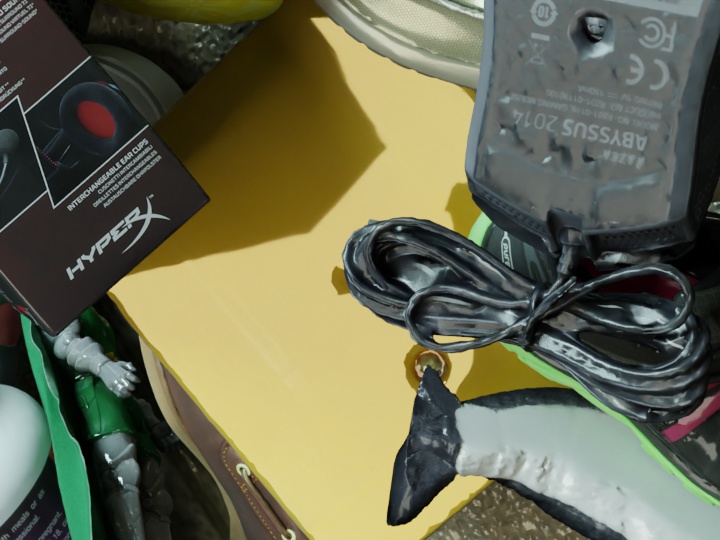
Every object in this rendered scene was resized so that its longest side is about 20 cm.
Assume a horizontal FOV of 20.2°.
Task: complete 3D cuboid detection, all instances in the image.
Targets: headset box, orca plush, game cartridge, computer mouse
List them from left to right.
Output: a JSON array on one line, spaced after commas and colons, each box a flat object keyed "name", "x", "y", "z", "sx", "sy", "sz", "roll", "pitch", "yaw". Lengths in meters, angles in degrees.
[{"name": "headset box", "x": -0.154, "y": -0.079, "z": 0.724, "sx": 0.200, "sy": 0.075, "sz": 0.149, "roll": 50, "pitch": 171, "yaw": -10}, {"name": "game cartridge", "x": 0.000, "y": 0.000, "z": 0.816, "sx": 0.176, "sy": 0.032, "sz": 0.200, "roll": -41, "pitch": 86, "yaw": 16}, {"name": "computer mouse", "x": 0.077, "y": -0.063, "z": 0.671, "sx": 0.138, "sy": 0.053, "sz": 0.202, "roll": 20, "pitch": 108, "yaw": 24}, {"name": "orca plush", "x": 0.104, "y": 0.095, "z": 0.779, "sx": 0.071, "sy": 0.198, "sz": 0.106, "roll": 122, "pitch": 146, "yaw": -62}]

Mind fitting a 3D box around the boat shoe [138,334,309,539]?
[{"name": "boat shoe", "x": -0.033, "y": 0.077, "z": 0.894, "sx": 0.070, "sy": 0.070, "sz": 0.201, "roll": -1, "pitch": 121, "yaw": 42}]

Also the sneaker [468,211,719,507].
[{"name": "sneaker", "x": 0.130, "y": 0.031, "z": 0.726, "sx": 0.199, "sy": 0.077, "sz": 0.084, "roll": 28, "pitch": 152, "yaw": -2}]

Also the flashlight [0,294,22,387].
[{"name": "flashlight", "x": -0.203, "y": 0.056, "z": 1.001, "sx": 0.067, "sy": 0.068, "sz": 0.201, "roll": 29, "pitch": 126, "yaw": 20}]

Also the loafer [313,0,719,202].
[{"name": "loafer", "x": 0.066, "y": -0.099, "z": 0.736, "sx": 0.199, "sy": 0.076, "sz": 0.069, "roll": 27, "pitch": 125, "yaw": 9}]

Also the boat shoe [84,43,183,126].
[{"name": "boat shoe", "x": -0.168, "y": -0.063, "z": 0.914, "sx": 0.199, "sy": 0.068, "sz": 0.073, "roll": 9, "pitch": 118, "yaw": 31}]

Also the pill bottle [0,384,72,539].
[{"name": "pill bottle", "x": -0.166, "y": 0.133, "z": 0.950, "sx": 0.112, "sy": 0.113, "sz": 0.201, "roll": -7, "pitch": 130, "yaw": 36}]

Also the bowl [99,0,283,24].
[{"name": "bowl", "x": -0.102, "y": -0.178, "z": 0.721, "sx": 0.200, "sy": 0.107, "sz": 0.202, "roll": 166, "pitch": 90, "yaw": -72}]

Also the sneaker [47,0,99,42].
[{"name": "sneaker", "x": -0.199, "y": -0.091, "z": 0.855, "sx": 0.199, "sy": 0.092, "sz": 0.078, "roll": -22, "pitch": 128, "yaw": 12}]

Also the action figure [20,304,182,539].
[{"name": "action figure", "x": -0.113, "y": 0.070, "z": 0.908, "sx": 0.201, "sy": 0.054, "sz": 0.118, "roll": 65, "pitch": -177, "yaw": 34}]
